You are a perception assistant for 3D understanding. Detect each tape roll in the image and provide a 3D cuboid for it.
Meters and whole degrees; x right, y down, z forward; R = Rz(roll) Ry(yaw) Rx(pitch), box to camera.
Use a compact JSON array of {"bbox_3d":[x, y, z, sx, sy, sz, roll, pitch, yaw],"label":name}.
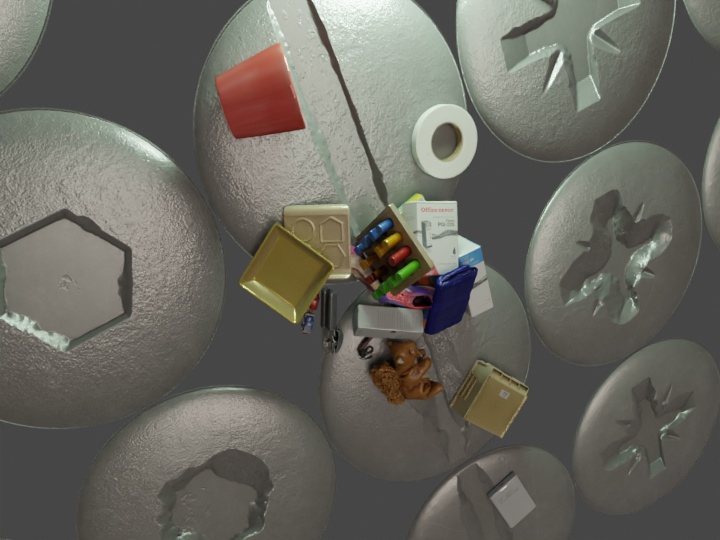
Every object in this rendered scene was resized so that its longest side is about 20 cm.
[{"bbox_3d":[0.239,-0.366,1.539,0.196,0.037,0.209,-6,109,-18],"label":"tape roll"}]

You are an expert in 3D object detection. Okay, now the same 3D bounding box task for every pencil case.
[{"bbox_3d":[0.210,0.072,1.641,0.086,0.088,0.206,-7,110,-17],"label":"pencil case"}]

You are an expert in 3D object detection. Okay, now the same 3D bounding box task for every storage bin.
[{"bbox_3d":[0.439,0.432,1.831,0.197,0.094,0.202,29,95,-25],"label":"storage bin"}]

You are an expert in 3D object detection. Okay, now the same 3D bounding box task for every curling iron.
[{"bbox_3d":[0.056,0.185,1.647,0.049,0.026,0.203,31,84,5],"label":"curling iron"}]

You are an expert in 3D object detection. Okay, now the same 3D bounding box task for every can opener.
[{"bbox_3d":[-0.083,0.147,1.585,0.066,0.052,0.207,-17,115,-49],"label":"can opener"}]

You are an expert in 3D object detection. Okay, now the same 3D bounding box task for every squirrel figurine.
[{"bbox_3d":[0.125,0.307,1.642,0.196,0.143,0.188,-30,128,4],"label":"squirrel figurine"}]

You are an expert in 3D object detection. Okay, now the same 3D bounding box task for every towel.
[{"bbox_3d":[0.248,0.082,1.522,0.144,0.050,0.204,-19,137,-28],"label":"towel"}]

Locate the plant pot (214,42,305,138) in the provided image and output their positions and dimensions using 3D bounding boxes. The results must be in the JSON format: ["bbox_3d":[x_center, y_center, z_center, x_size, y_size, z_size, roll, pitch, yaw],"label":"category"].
[{"bbox_3d":[-0.238,-0.409,1.276,0.172,0.201,0.206,-17,112,-2],"label":"plant pot"}]

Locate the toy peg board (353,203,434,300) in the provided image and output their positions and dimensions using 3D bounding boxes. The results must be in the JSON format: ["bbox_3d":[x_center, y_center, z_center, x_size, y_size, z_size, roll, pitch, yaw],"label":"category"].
[{"bbox_3d":[0.064,-0.033,1.443,0.097,0.200,0.202,-32,85,-37],"label":"toy peg board"}]

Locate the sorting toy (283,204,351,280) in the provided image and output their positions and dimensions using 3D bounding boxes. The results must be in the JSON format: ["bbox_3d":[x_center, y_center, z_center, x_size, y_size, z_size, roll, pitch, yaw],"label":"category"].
[{"bbox_3d":[-0.116,-0.077,1.481,0.179,0.037,0.207,-1,104,1],"label":"sorting toy"}]

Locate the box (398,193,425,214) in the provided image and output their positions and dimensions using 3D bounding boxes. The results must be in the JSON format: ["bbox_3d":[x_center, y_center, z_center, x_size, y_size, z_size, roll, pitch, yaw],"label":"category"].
[{"bbox_3d":[0.124,-0.114,1.571,0.199,0.048,0.118,-40,115,-7],"label":"box"}]

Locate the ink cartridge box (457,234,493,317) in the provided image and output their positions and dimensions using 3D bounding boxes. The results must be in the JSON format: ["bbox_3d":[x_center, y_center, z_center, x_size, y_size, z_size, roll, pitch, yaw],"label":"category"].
[{"bbox_3d":[0.312,0.014,1.623,0.084,0.146,0.205,-22,113,-13],"label":"ink cartridge box"}]

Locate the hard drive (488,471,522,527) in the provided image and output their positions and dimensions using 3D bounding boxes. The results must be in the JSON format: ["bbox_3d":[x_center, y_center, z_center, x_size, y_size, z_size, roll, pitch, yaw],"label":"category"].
[{"bbox_3d":[0.576,0.874,2.056,0.131,0.025,0.202,-37,115,-5],"label":"hard drive"}]

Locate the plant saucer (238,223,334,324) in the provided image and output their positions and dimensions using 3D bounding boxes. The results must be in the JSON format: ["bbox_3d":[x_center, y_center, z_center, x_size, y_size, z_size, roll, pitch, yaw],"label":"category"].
[{"bbox_3d":[-0.197,0.007,1.459,0.198,0.049,0.202,35,102,-6],"label":"plant saucer"}]

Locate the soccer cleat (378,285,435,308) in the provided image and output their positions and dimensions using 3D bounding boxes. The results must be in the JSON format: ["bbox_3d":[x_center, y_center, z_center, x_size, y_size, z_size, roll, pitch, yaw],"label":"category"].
[{"bbox_3d":[0.130,0.076,1.579,0.193,0.073,0.070,5,110,13],"label":"soccer cleat"}]

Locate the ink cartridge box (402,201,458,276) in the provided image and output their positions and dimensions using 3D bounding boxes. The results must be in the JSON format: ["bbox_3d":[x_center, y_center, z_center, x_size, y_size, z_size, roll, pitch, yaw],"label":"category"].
[{"bbox_3d":[0.196,-0.089,1.509,0.142,0.084,0.207,-3,92,-27],"label":"ink cartridge box"}]

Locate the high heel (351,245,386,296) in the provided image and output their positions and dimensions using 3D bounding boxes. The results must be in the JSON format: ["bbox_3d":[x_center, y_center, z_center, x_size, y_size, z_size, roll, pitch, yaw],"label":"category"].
[{"bbox_3d":[0.000,0.000,1.532,0.067,0.096,0.200,-41,117,6],"label":"high heel"}]

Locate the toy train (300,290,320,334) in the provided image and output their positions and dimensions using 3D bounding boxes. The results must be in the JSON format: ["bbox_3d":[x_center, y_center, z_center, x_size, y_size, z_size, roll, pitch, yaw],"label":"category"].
[{"bbox_3d":[-0.133,0.089,1.540,0.033,0.046,0.206,10,103,-22],"label":"toy train"}]

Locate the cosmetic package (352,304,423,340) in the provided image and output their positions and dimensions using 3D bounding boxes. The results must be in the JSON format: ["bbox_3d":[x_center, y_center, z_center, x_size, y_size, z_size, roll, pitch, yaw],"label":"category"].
[{"bbox_3d":[0.079,0.154,1.579,0.193,0.102,0.076,3,69,-8],"label":"cosmetic package"}]
